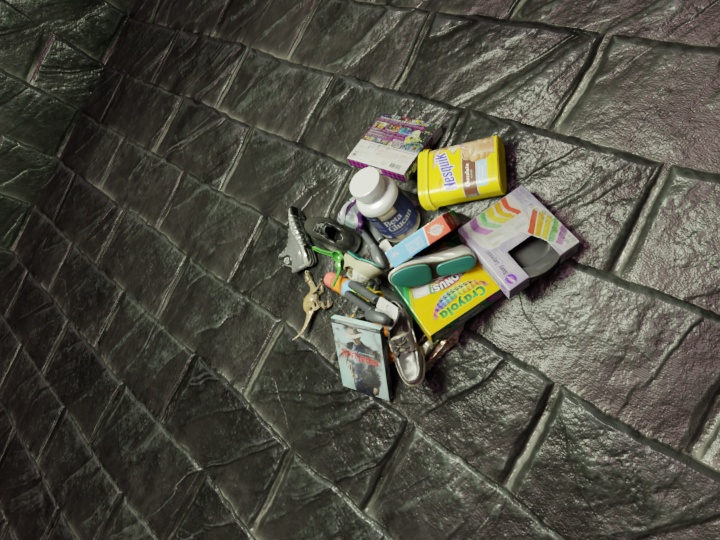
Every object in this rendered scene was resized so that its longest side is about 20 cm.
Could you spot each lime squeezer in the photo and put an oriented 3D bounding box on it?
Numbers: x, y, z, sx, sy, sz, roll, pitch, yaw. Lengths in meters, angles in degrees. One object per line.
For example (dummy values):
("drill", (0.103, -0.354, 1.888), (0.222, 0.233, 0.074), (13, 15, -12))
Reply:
("lime squeezer", (-0.072, -0.024, 1.377), (0.201, 0.070, 0.038), (-121, 36, -51))

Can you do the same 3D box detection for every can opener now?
("can opener", (0.016, 0.075, 1.185), (0.199, 0.066, 0.054), (31, 102, 49))
("can opener", (0.037, -0.082, 1.339), (0.053, 0.066, 0.201), (-40, 53, 15))

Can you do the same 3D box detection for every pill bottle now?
("pill bottle", (0.058, -0.162, 1.252), (0.110, 0.200, 0.112), (-17, 56, 26))

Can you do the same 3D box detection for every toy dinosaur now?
("toy dinosaur", (-0.130, 0.096, 1.406), (0.101, 0.058, 0.202), (-17, 59, 44))

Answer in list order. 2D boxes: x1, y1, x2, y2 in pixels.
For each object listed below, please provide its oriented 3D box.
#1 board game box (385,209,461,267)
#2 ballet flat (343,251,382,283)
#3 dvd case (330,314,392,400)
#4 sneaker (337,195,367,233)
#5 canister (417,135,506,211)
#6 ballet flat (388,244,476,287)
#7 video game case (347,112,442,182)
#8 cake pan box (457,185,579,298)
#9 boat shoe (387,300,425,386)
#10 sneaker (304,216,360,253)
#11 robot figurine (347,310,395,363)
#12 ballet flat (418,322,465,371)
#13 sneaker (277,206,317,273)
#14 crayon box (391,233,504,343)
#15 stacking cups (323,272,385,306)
("board game box", (0.150, -0.077, 1.181), (0.152, 0.200, 0.041), (-34, 89, 21))
("ballet flat", (0.000, 0.000, 1.295), (0.070, 0.069, 0.200), (-63, 20, 1))
("dvd case", (0.004, 0.209, 1.224), (0.145, 0.022, 0.202), (10, 119, 34))
("sneaker", (0.026, -0.183, 1.361), (0.087, 0.075, 0.201), (33, 70, 12))
("canister", (0.246, -0.236, 1.234), (0.198, 0.086, 0.151), (-7, 72, 29))
("ballet flat", (0.156, -0.013, 1.135), (0.198, 0.070, 0.070), (-14, 66, 2))
("video game case", (0.090, -0.333, 1.359), (0.199, 0.036, 0.182), (24, 70, 35))
("cake pan box", (0.342, -0.063, 1.112), (0.183, 0.052, 0.201), (-34, 59, 2))
("boat shoe", (0.094, 0.161, 1.149), (0.071, 0.065, 0.202), (-21, 56, 21))
("sneaker", (-0.090, -0.111, 1.410), (0.199, 0.090, 0.077), (22, 89, 37))
("robot figurine", (0.022, 0.171, 1.271), (0.198, 0.058, 0.147), (-1, 73, 32))
("ballet flat", (0.174, 0.162, 1.173), (0.075, 0.064, 0.201), (37, 97, 29))
("sneaker", (-0.206, -0.083, 1.487), (0.115, 0.075, 0.202), (-31, 62, 24))
("crayon box", (0.195, 0.038, 1.160), (0.199, 0.058, 0.173), (-33, 57, -5))
("stacking cups", (-0.026, 0.052, 1.325), (0.199, 0.060, 0.061), (23, 89, 42))
